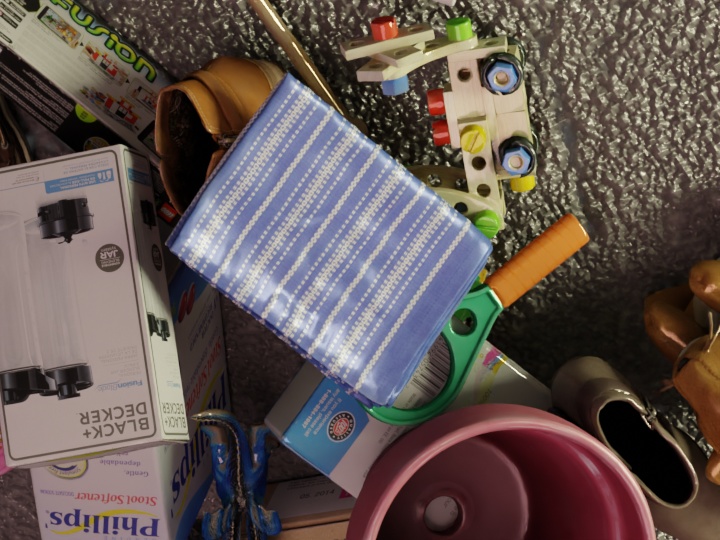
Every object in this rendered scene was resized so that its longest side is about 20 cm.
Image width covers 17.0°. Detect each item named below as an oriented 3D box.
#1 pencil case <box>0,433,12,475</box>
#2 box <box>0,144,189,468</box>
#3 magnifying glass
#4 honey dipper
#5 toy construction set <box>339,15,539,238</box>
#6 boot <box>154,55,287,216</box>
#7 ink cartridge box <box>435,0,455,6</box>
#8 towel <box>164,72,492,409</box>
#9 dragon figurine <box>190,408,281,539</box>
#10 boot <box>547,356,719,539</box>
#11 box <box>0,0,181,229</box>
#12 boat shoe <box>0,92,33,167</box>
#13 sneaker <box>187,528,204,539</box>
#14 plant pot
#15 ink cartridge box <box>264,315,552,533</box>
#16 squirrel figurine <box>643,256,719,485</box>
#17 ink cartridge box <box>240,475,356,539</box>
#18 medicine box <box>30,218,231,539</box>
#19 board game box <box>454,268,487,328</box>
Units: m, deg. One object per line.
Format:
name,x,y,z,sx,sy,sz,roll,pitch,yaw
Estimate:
pencil case,-0.301,0.073,1.788,0.082,0.200,0.087,-32,124,-1
box,-0.189,0.026,1.619,0.116,0.060,0.202,-9,84,12
magnifying glass,0.077,0.031,1.674,0.200,0.022,0.080,-39,102,-11
honey dipper,-0.056,-0.164,1.686,0.038,0.038,0.201,-24,115,25
toy construction set,0.055,-0.098,1.663,0.130,0.092,0.201,-7,127,10
boot,-0.072,-0.049,1.652,0.076,0.155,0.202,-9,96,23
ink cartridge box,-0.014,-0.254,1.574,0.199,0.116,0.067,19,124,3
towel,-0.016,-0.015,1.610,0.200,0.024,0.145,38,83,-23
dragon figurine,-0.087,0.165,1.761,0.058,0.100,0.200,-3,161,0
boot,0.201,0.135,1.648,0.200,0.146,0.070,41,90,-13
box,-0.185,-0.126,1.694,0.200,0.110,0.035,39,121,-10
boat shoe,-0.290,-0.101,1.755,0.074,0.075,0.204,-3,119,15
sneaker,-0.191,0.264,1.961,0.199,0.078,0.080,-25,131,30
plant pot,0.078,0.179,1.607,0.198,0.179,0.202,-2,98,-12
ink cartridge box,0.054,0.115,1.730,0.200,0.085,0.145,37,87,-13
squirrel figurine,0.288,0.074,1.649,0.200,0.187,0.141,41,118,-13
ink cartridge box,0.023,0.238,1.878,0.198,0.075,0.166,-10,116,20
medicine box,-0.171,0.087,1.772,0.102,0.183,0.201,2,121,13
board game box,0.000,0.000,1.772,0.199,0.030,0.096,30,122,-3
